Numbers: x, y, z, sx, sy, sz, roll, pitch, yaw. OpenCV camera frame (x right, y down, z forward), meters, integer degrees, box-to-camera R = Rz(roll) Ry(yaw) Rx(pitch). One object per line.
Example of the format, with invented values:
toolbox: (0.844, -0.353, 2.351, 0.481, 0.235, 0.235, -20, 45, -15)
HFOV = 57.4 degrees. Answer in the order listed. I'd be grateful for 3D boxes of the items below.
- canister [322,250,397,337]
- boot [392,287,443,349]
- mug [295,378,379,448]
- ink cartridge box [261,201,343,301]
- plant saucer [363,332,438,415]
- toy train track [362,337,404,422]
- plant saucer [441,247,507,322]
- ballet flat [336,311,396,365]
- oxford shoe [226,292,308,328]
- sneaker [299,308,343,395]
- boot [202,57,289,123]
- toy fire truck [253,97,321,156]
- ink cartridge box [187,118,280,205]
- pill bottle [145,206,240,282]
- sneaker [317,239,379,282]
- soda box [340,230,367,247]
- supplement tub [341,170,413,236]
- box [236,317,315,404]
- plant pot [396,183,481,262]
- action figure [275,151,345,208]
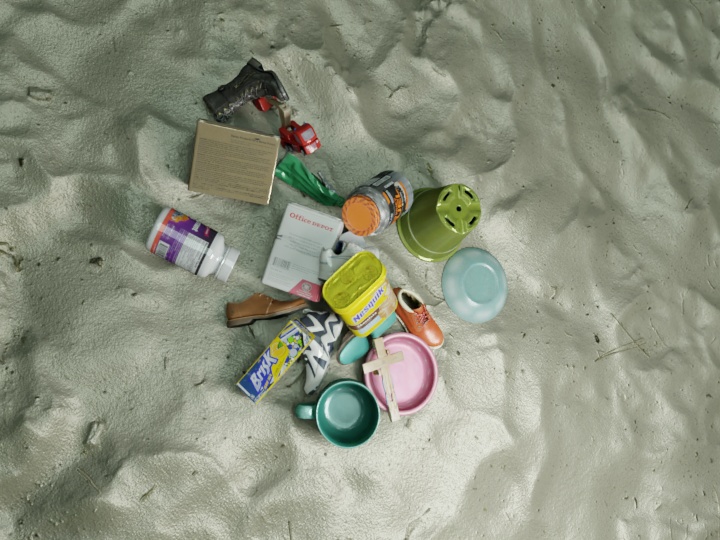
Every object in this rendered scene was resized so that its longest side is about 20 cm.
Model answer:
canister: (0.006, 0.060, 1.510, 0.148, 0.201, 0.087, -42, 63, -6)
boot: (0.147, 0.122, 1.660, 0.200, 0.107, 0.075, 45, 70, -8)
mug: (-0.046, 0.324, 1.559, 0.184, 0.114, 0.153, 36, 84, -2)
ink cartridge box: (-0.136, -0.044, 1.576, 0.143, 0.085, 0.204, 19, 88, 3)
plant saucer: (0.098, 0.259, 1.652, 0.196, 0.051, 0.206, 3, 80, -16)
toy train track: (0.059, 0.264, 1.600, 0.113, 0.032, 0.205, -13, 91, -26)
plant saucer: (0.314, 0.036, 1.759, 0.196, 0.039, 0.206, 3, 80, -17)
ballet flat: (0.005, 0.160, 1.631, 0.199, 0.067, 0.069, -36, 119, -23)
oxford shoe: (-0.223, 0.084, 1.562, 0.195, 0.071, 0.073, -9, 79, -9)
sneaker: (-0.130, 0.186, 1.585, 0.127, 0.079, 0.203, 20, 96, 6)
boot: (-0.277, -0.413, 1.584, 0.174, 0.070, 0.200, -42, 52, -8)
toy fire truck: (-0.180, -0.364, 1.613, 0.048, 0.199, 0.143, -35, 121, -18)
ink cartridge box: (-0.302, -0.258, 1.566, 0.195, 0.075, 0.169, 10, 103, -16)
pill bottle: (-0.383, -0.054, 1.519, 0.197, 0.111, 0.113, 28, 75, -12)
sneaker: (-0.021, -0.032, 1.544, 0.198, 0.073, 0.089, -22, 116, -49)
soda box: (0.000, 0.000, 1.655, 0.067, 0.064, 0.204, -24, 90, -19)
supplement tub: (0.041, -0.163, 1.619, 0.124, 0.122, 0.200, 54, 37, -3)
box: (-0.195, 0.208, 1.521, 0.070, 0.064, 0.201, 41, 95, 2)
plant pot: (0.215, -0.138, 1.676, 0.195, 0.190, 0.205, 3, 80, -17)
action figure: (-0.119, -0.216, 1.642, 0.198, 0.118, 0.055, 35, 61, -18)
